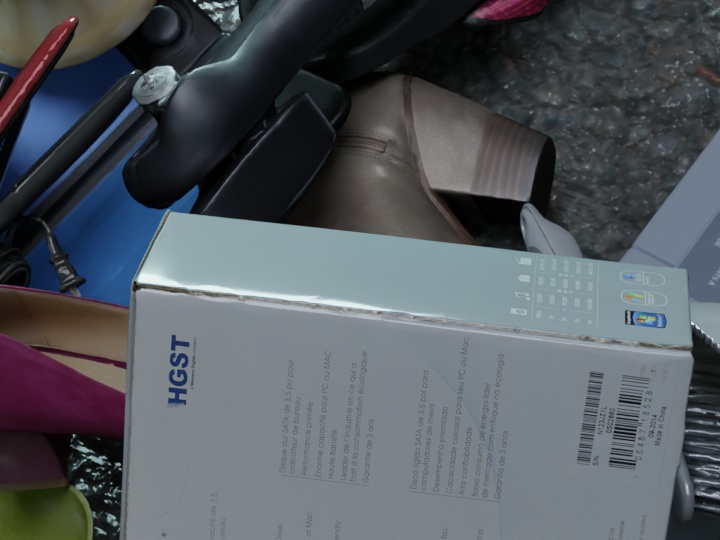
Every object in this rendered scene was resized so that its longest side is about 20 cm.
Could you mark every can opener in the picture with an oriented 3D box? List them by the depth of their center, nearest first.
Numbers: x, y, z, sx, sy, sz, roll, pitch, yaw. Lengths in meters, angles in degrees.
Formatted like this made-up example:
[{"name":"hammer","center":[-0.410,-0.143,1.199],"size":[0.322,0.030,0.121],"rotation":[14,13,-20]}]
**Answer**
[{"name":"can opener","center":[-0.031,-0.100,0.966],"size":[0.063,0.079,0.200],"rotation":[0,52,57]}]

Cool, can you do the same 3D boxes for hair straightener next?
[{"name":"hair straightener","center":[-0.148,-0.010,0.932],"size":[0.077,0.041,0.200],"rotation":[37,66,-8]}]

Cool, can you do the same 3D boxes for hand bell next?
[{"name":"hand bell","center":[-0.157,-0.179,0.946],"size":[0.104,0.200,0.105],"rotation":[-5,64,10]}]

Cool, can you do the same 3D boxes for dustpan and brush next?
[{"name":"dustpan and brush","center":[0.117,0.042,0.905],"size":[0.057,0.140,0.201],"rotation":[-8,49,-12]}]

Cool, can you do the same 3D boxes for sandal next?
[{"name":"sandal","center":[0.054,-0.130,1.065],"size":[0.200,0.045,0.075],"rotation":[-38,18,-25]}]

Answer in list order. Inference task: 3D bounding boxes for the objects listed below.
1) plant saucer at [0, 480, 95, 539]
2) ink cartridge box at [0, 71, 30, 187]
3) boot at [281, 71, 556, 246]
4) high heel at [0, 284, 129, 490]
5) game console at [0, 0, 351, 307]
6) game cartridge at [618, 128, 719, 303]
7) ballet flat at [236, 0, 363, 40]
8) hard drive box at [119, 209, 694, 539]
[{"name":"plant saucer","center":[-0.183,0.161,0.895],"size":[0.199,0.031,0.200],"rotation":[-27,24,13]},{"name":"ink cartridge box","center":[-0.253,-0.053,1.003],"size":[0.199,0.037,0.095],"rotation":[8,68,20]},{"name":"boot","center":[0.000,0.000,0.997],"size":[0.146,0.070,0.201],"rotation":[6,58,22]},{"name":"high heel","center":[-0.071,0.032,0.895],"size":[0.199,0.096,0.068],"rotation":[-13,40,-3]},{"name":"game console","center":[-0.136,-0.059,1.005],"size":[0.176,0.116,0.200],"rotation":[45,78,-3]},{"name":"game cartridge","center":[0.204,-0.016,0.981],"size":[0.133,0.041,0.200],"rotation":[28,67,29]},{"name":"ballet flat","center":[-0.033,-0.171,1.124],"size":[0.066,0.057,0.201],"rotation":[-23,48,24]},{"name":"hard drive box","center":[0.015,0.072,0.835],"size":[0.199,0.157,0.077],"rotation":[7,24,3]}]
